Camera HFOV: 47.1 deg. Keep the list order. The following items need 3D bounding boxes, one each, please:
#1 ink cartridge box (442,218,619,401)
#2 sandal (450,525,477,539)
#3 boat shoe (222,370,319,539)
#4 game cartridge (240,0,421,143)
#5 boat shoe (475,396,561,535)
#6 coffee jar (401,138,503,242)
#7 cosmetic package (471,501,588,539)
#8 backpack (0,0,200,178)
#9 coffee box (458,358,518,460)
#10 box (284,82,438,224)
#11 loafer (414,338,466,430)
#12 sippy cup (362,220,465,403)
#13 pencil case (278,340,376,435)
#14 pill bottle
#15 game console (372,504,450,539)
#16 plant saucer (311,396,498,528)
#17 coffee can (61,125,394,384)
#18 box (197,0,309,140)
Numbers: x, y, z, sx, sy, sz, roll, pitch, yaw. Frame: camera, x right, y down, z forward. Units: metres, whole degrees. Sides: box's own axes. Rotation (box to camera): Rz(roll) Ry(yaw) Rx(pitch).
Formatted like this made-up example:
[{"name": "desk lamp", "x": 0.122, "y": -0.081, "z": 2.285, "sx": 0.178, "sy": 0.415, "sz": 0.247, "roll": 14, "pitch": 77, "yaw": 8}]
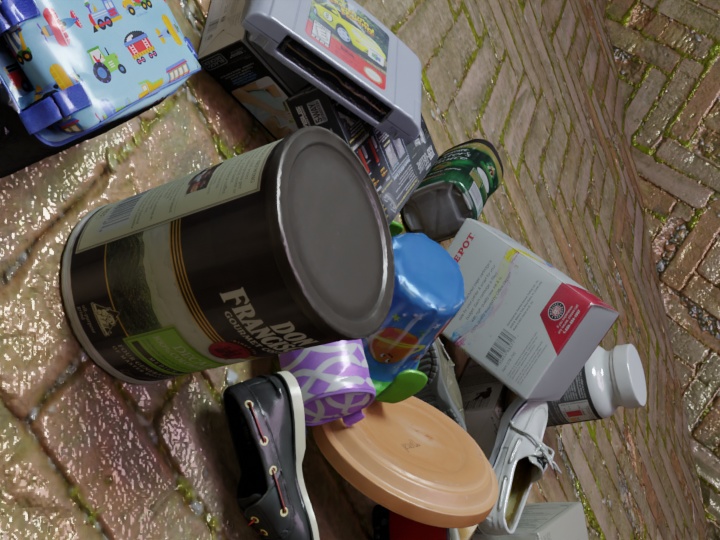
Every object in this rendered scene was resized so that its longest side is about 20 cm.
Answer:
[{"name": "ink cartridge box", "x": 0.199, "y": 0.051, "z": 1.069, "sx": 0.200, "sy": 0.146, "sz": 0.144, "roll": 39, "pitch": 13, "yaw": 28}, {"name": "sandal", "x": 0.114, "y": 0.295, "z": 0.941, "sx": 0.081, "sy": 0.053, "sz": 0.201, "roll": 87, "pitch": 0, "yaw": -57}, {"name": "boat shoe", "x": -0.076, "y": 0.190, "z": 0.698, "sx": 0.063, "sy": 0.073, "sz": 0.203, "roll": -9, "pitch": 94, "yaw": -31}, {"name": "game cartridge", "x": -0.020, "y": -0.220, "z": 0.804, "sx": 0.199, "sy": 0.041, "sz": 0.134, "roll": 31, "pitch": 36, "yaw": -24}, {"name": "boat shoe", "x": 0.204, "y": 0.234, "z": 1.011, "sx": 0.202, "sy": 0.086, "sz": 0.075, "roll": -52, "pitch": 121, "yaw": -34}, {"name": "coffee jar", "x": 0.136, "y": -0.118, "z": 1.169, "sx": 0.086, "sy": 0.104, "sz": 0.200, "roll": 63, "pitch": 30, "yaw": -14}, {"name": "cosmetic package", "x": 0.234, "y": 0.378, "z": 1.121, "sx": 0.199, "sy": 0.103, "sz": 0.088, "roll": 4, "pitch": 75, "yaw": -58}, {"name": "backpack", "x": -0.222, "y": -0.178, "z": 0.531, "sx": 0.201, "sy": 0.134, "sz": 0.183, "roll": 65, "pitch": 29, "yaw": -13}, {"name": "coffee box", "x": 0.196, "y": 0.187, "z": 1.160, "sx": 0.114, "sy": 0.079, "sz": 0.200, "roll": 65, "pitch": 31, "yaw": -17}, {"name": "box", "x": 0.011, "y": -0.150, "z": 0.892, "sx": 0.159, "sy": 0.049, "sz": 0.200, "roll": 65, "pitch": 31, "yaw": -21}, {"name": "loafer", "x": 0.074, "y": 0.120, "z": 0.997, "sx": 0.070, "sy": 0.075, "sz": 0.201, "roll": -71, "pitch": 143, "yaw": -63}, {"name": "sippy cup", "x": 0.034, "y": 0.034, "z": 0.844, "sx": 0.139, "sy": 0.130, "sz": 0.178, "roll": -21, "pitch": 71, "yaw": -47}, {"name": "pencil case", "x": -0.041, "y": 0.045, "z": 0.768, "sx": 0.085, "sy": 0.083, "sz": 0.201, "roll": 28, "pitch": 42, "yaw": -55}, {"name": "pill bottle", "x": 0.331, "y": 0.178, "z": 1.281, "sx": 0.116, "sy": 0.199, "sz": 0.117, "roll": 32, "pitch": 51, "yaw": -51}, {"name": "game console", "x": 0.079, "y": 0.340, "z": 0.843, "sx": 0.172, "sy": 0.118, "sz": 0.202, "roll": 31, "pitch": 52, "yaw": -52}, {"name": "plant saucer", "x": 0.047, "y": 0.172, "z": 0.814, "sx": 0.200, "sy": 0.200, "sz": 0.033, "roll": -11, "pitch": 130, "yaw": -61}, {"name": "coffee can", "x": -0.095, "y": -0.005, "z": 0.605, "sx": 0.146, "sy": 0.199, "sz": 0.148, "roll": 33, "pitch": 50, "yaw": -50}, {"name": "box", "x": -0.077, "y": -0.207, "z": 0.875, "sx": 0.200, "sy": 0.060, "sz": 0.117, "roll": 44, "pitch": 42, "yaw": -44}]
